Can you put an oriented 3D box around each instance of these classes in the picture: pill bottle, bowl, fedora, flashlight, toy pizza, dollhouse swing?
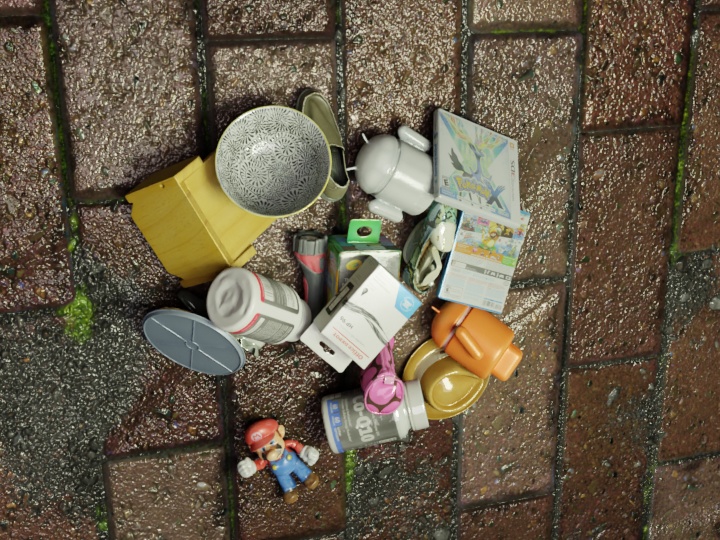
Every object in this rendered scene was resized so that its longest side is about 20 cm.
[{"bbox_3d":[0.030,0.281,1.800,0.196,0.114,0.116,-14,111,4],"label":"pill bottle"},{"bbox_3d":[-0.149,-0.172,1.591,0.197,0.094,0.205,1,74,-3],"label":"bowl"},{"bbox_3d":[0.184,0.229,1.870,0.197,0.082,0.204,-5,109,-16],"label":"fedora"},{"bbox_3d":[-0.100,0.027,1.734,0.067,0.068,0.204,1,112,-11],"label":"flashlight"},{"bbox_3d":[-0.172,0.069,1.630,0.112,0.110,0.199,-56,147,6],"label":"pill bottle"},{"bbox_3d":[-0.297,0.123,1.657,0.199,0.199,0.032,36,53,-23],"label":"toy pizza"},{"bbox_3d":[-0.273,-0.115,1.648,0.179,0.177,0.202,-14,119,33],"label":"dollhouse swing"}]

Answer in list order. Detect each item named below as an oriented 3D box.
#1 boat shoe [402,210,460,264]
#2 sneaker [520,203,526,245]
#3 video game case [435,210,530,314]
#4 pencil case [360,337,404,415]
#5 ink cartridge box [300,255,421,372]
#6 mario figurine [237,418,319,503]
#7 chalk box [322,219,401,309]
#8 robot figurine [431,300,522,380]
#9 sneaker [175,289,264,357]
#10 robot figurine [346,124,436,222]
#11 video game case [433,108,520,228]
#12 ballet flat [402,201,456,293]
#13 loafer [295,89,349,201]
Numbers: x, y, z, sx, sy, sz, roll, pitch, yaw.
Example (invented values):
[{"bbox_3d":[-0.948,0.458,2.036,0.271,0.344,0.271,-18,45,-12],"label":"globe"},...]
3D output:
[{"bbox_3d":[0.167,-0.078,1.778,0.201,0.065,0.075,-38,114,-3],"label":"boat shoe"},{"bbox_3d":[0.260,-0.047,1.814,0.084,0.077,0.202,26,98,-17],"label":"sneaker"},{"bbox_3d":[0.235,-0.030,1.756,0.141,0.018,0.204,14,95,-19],"label":"video game case"},{"bbox_3d":[0.036,0.181,1.747,0.089,0.201,0.095,21,115,-18],"label":"pencil case"},{"bbox_3d":[-0.001,0.090,1.644,0.116,0.068,0.201,40,93,-22],"label":"ink cartridge box"},{"bbox_3d":[-0.159,0.376,1.797,0.124,0.105,0.201,-55,128,-33],"label":"mario figurine"},{"bbox_3d":[0.000,0.000,1.722,0.122,0.124,0.204,0,106,-16],"label":"chalk box"},{"bbox_3d":[0.222,0.130,1.800,0.199,0.144,0.117,36,136,10],"label":"robot figurine"},{"bbox_3d":[-0.248,0.073,1.701,0.199,0.074,0.089,35,85,-30],"label":"sneaker"},{"bbox_3d":[0.072,-0.177,1.691,0.198,0.113,0.172,23,83,-22],"label":"robot figurine"},{"bbox_3d":[0.217,-0.188,1.710,0.197,0.022,0.186,16,64,-30],"label":"video game case"},{"bbox_3d":[0.140,-0.040,1.710,0.073,0.075,0.202,7,127,-19],"label":"ballet flat"},{"bbox_3d":[-0.058,-0.227,1.635,0.074,0.069,0.203,-20,94,-28],"label":"loafer"}]
